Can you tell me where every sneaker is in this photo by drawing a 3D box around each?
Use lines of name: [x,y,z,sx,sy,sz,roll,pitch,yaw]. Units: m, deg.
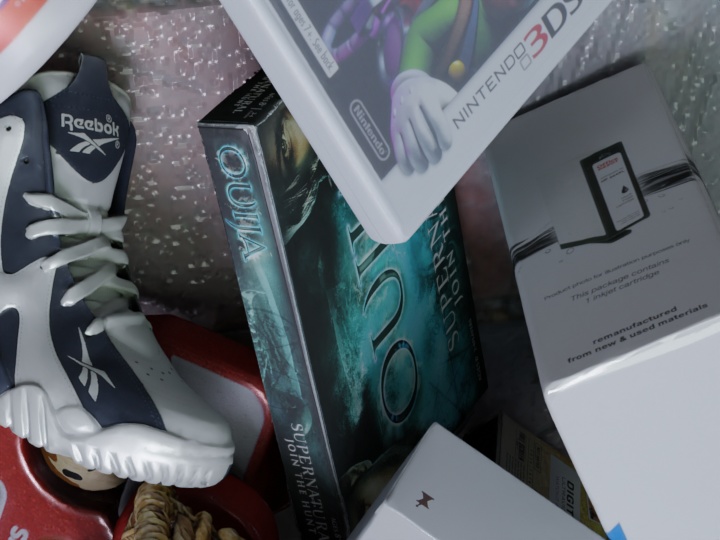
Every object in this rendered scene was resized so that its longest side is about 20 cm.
sneaker: [-0.110,-0.012,0.728,0.079,0.199,0.130,16,103,-57]

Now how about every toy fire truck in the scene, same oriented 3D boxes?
toy fire truck: [-0.117,0.105,0.814,0.167,0.112,0.201,22,117,1]

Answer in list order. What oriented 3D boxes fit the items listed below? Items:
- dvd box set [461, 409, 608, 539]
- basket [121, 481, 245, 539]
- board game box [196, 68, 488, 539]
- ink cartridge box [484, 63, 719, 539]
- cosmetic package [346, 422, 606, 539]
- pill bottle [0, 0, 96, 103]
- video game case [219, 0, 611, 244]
dvd box set: [0.121,0.172,0.872,0.200,0.147,0.029,35,130,-25]
basket: [-0.077,0.208,0.689,0.148,0.143,0.201,30,123,17]
board game box: [0.000,0.000,0.771,0.028,0.135,0.201,5,123,29]
ink cartridge box: [0.120,0.031,0.764,0.084,0.200,0.146,-23,119,9]
cosmetic package: [0.071,0.167,0.721,0.199,0.052,0.151,35,138,2]
pill bottle: [-0.185,-0.153,0.661,0.111,0.112,0.200,-44,116,12]
video game case: [0.016,-0.144,0.700,0.182,0.023,0.200,-49,122,-27]
